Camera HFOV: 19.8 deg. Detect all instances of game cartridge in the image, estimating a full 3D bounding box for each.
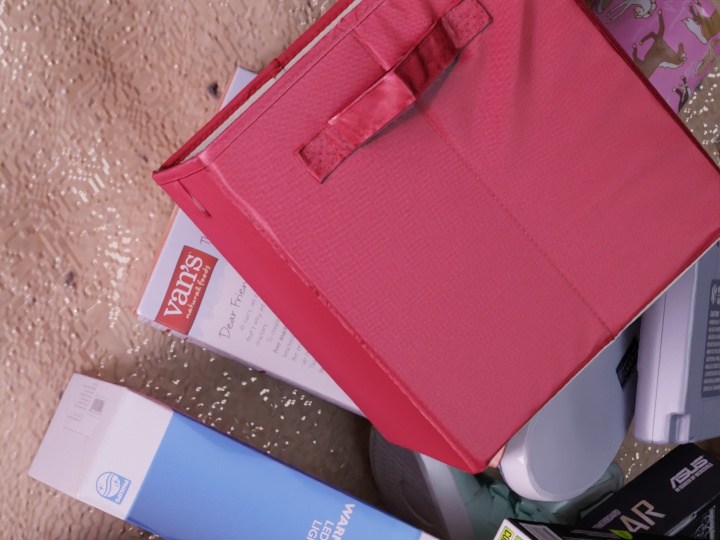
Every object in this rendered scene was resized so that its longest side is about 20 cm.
[{"bbox_3d":[0.204,0.029,1.200,0.200,0.041,0.135,3,88,-66],"label":"game cartridge"}]

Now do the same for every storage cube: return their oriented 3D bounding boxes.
[{"bbox_3d":[0.032,-0.036,0.929,0.171,0.200,0.180,-43,99,-9],"label":"storage cube"}]

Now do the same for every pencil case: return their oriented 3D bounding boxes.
[{"bbox_3d":[0.120,-0.077,1.146,0.083,0.087,0.201,35,75,2],"label":"pencil case"}]

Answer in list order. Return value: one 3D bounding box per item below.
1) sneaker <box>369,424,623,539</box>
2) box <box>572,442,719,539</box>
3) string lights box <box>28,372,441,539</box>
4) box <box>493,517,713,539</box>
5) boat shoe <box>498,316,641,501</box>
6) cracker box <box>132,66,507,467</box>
[{"bbox_3d":[0.084,0.122,1.160,0.118,0.074,0.201,-40,127,-16],"label":"sneaker"},{"bbox_3d":[0.149,0.217,1.184,0.160,0.043,0.201,-33,137,-24],"label":"box"},{"bbox_3d":[-0.054,0.120,1.023,0.199,0.103,0.059,28,81,-20],"label":"string lights box"},{"bbox_3d":[0.120,0.189,1.072,0.199,0.035,0.111,13,108,-49],"label":"box"},{"bbox_3d":[0.112,0.064,1.140,0.200,0.065,0.074,-40,119,-52],"label":"boat shoe"},{"bbox_3d":[0.000,0.000,1.047,0.199,0.058,0.135,24,83,-7],"label":"cracker box"}]
